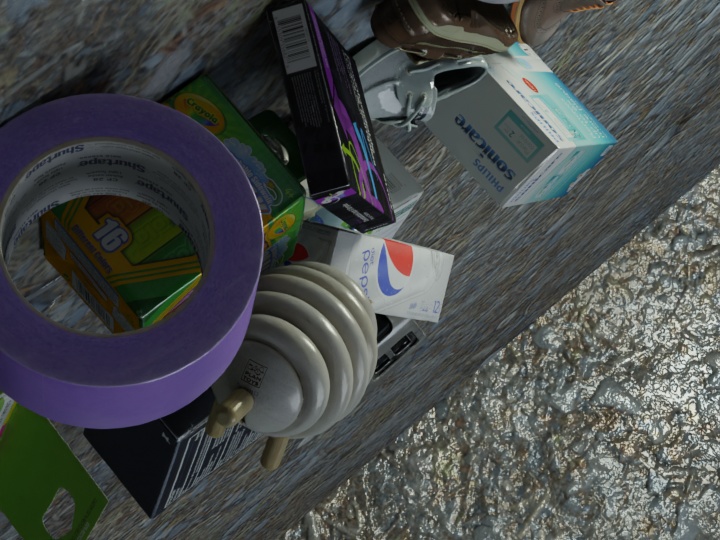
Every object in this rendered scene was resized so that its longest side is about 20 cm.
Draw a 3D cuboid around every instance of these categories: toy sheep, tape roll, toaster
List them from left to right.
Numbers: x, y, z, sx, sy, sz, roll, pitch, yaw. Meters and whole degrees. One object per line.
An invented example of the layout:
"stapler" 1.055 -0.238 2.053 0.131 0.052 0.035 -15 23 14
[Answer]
"tape roll" -0.164 -0.006 1.208 0.200 0.200 0.085 -37 168 -21
"toy sheep" -0.054 0.066 1.387 0.138 0.138 0.200 -50 -177 34
"toaster" -0.033 0.083 2.131 0.181 0.119 0.200 -40 168 -1

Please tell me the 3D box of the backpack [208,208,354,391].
"backpack" -0.072 0.011 1.675 0.200 0.163 0.154 -43 146 -33

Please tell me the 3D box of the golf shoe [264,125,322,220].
"golf shoe" -0.076 -0.079 1.532 0.200 0.078 0.097 -35 163 -33

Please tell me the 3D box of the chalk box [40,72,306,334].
"chalk box" -0.121 -0.048 1.384 0.200 0.125 0.124 -39 168 -18

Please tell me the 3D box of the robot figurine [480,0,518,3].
"robot figurine" 0.123 -0.274 1.373 0.200 0.113 0.170 -41 173 -5

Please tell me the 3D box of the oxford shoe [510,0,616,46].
"oxford shoe" 0.199 -0.262 1.751 0.071 0.073 0.200 -35 166 -31

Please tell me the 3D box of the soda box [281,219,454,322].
"soda box" 0.000 0.000 1.590 0.200 0.068 0.064 11 93 -58

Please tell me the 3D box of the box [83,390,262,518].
"box" -0.153 0.109 1.831 0.198 0.123 0.200 -36 165 -29

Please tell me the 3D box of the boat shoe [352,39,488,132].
"boat shoe" 0.040 -0.160 1.612 0.200 0.072 0.070 -31 164 -42

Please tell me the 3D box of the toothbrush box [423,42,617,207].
"toothbrush box" 0.148 -0.145 1.831 0.085 0.147 0.200 -47 166 22

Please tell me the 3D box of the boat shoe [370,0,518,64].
"boat shoe" 0.065 -0.207 1.562 0.075 0.075 0.202 -31 166 21

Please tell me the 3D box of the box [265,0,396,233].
"box" -0.020 -0.112 1.434 0.036 0.144 0.200 -15 171 7

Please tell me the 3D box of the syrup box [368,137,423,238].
"syrup box" -0.026 -0.032 1.834 0.079 0.082 0.200 -29 162 -41

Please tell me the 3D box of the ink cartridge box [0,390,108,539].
"ink cartridge box" -0.281 0.134 1.329 0.076 0.200 0.148 -31 164 -39
